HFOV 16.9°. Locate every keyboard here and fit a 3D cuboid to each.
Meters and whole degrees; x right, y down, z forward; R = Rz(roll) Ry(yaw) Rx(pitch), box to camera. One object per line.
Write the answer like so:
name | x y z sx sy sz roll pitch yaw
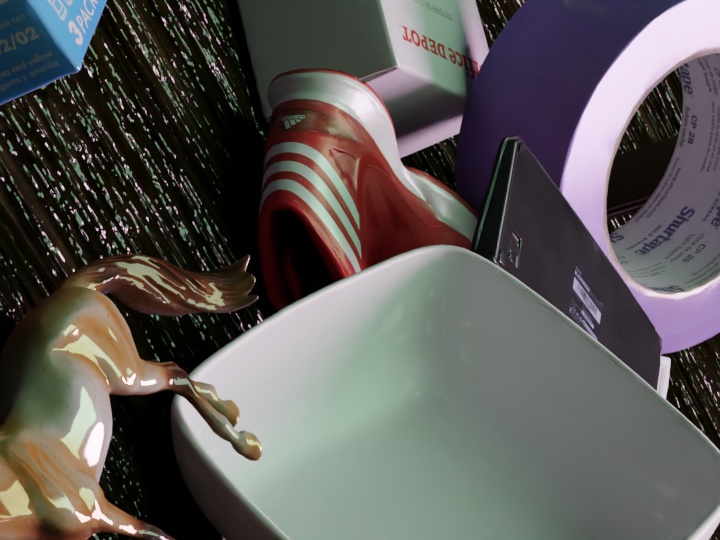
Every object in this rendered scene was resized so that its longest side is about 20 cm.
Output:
keyboard | 0.100 0.037 1.186 0.200 0.021 0.128 49 44 -46

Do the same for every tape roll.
tape roll | 0.153 -0.063 1.296 0.085 0.200 0.200 27 -17 48

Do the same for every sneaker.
sneaker | 0.000 0.000 1.211 0.200 0.078 0.116 46 48 -42

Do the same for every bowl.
bowl | 0.034 0.097 1.036 0.200 0.075 0.200 40 45 25

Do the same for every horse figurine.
horse figurine | -0.098 0.063 0.914 0.132 0.050 0.201 36 45 -26

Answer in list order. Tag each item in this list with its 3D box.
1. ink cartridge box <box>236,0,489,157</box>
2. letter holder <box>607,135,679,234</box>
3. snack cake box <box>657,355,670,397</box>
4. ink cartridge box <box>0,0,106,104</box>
ink cartridge box | -0.008 -0.172 1.286 0.146 0.086 0.201 14 58 -64
letter holder | 0.176 -0.012 1.501 0.101 0.142 0.200 67 22 -7
snack cake box | 0.098 0.093 1.286 0.200 0.067 0.116 13 85 -64
ink cartridge box | -0.173 -0.172 0.925 0.200 0.068 0.115 57 26 -30
